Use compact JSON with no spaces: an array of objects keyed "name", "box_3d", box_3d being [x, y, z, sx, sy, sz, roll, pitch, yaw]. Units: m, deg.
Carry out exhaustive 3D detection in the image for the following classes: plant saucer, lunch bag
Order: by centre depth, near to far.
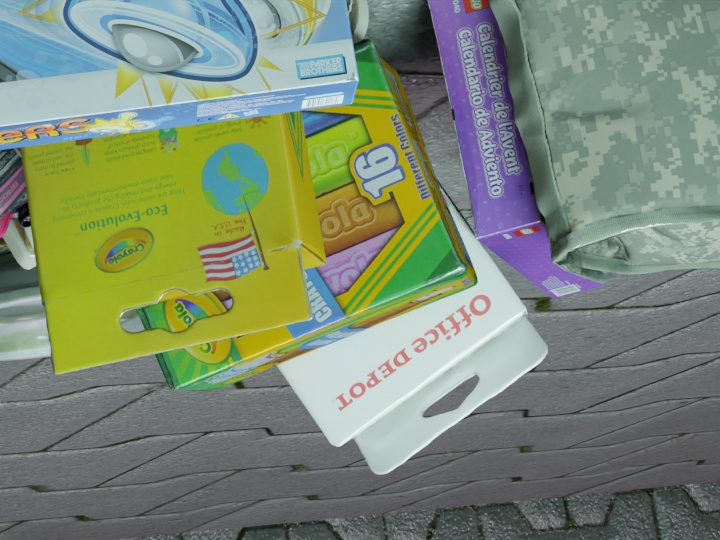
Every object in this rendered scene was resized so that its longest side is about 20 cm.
[{"name":"lunch bag","box_3d":[0.163,-0.085,1.152,0.199,0.165,0.118,-3,164,-26]},{"name":"plant saucer","box_3d":[-0.227,0.020,1.595,0.199,0.051,0.200,-8,167,-2]}]

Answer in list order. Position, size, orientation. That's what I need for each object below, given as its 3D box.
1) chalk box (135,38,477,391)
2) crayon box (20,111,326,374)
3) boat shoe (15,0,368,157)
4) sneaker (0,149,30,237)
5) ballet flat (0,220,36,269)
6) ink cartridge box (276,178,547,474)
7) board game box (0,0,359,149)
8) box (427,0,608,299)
[{"name":"chalk box","box_3d":[-0.057,-0.014,1.101,0.199,0.125,0.125,-23,176,6]},{"name":"crayon box","box_3d":[-0.090,-0.058,1.005,0.126,0.201,0.051,-11,167,12]},{"name":"boat shoe","box_3d":[-0.096,-0.106,1.090,0.199,0.072,0.059,-18,168,15]},{"name":"sneaker","box_3d":[-0.147,-0.062,1.207,0.199,0.075,0.081,-15,171,-34]},{"name":"ballet flat","box_3d":[-0.214,-0.024,1.240,0.199,0.071,0.071,-19,174,-32]},{"name":"ink cartridge box","box_3d":[0.000,0.000,1.219,0.128,0.200,0.125,-35,176,3]},{"name":"board game box","box_3d":[-0.109,-0.121,0.868,0.199,0.136,0.034,-9,168,-7]},{"name":"box","box_3d":[0.092,-0.069,1.237,0.039,0.138,0.200,-15,167,14]}]
